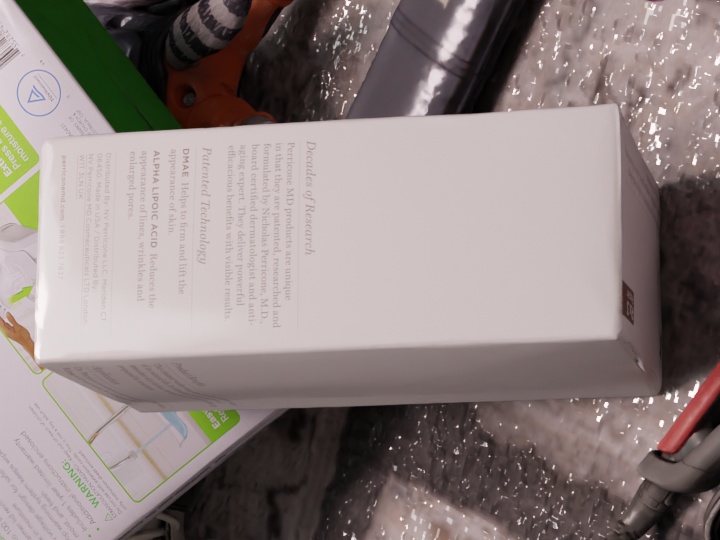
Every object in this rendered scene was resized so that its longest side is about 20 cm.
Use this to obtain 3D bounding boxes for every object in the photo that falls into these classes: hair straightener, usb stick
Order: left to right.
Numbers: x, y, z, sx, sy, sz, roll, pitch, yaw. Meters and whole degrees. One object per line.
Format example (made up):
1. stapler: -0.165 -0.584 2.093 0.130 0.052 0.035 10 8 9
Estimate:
1. usb stick: 0.049 -0.126 0.886 0.055 0.032 0.201 49 120 47
2. hair straightener: 0.135 0.047 0.728 0.200 0.041 0.077 -54 44 31

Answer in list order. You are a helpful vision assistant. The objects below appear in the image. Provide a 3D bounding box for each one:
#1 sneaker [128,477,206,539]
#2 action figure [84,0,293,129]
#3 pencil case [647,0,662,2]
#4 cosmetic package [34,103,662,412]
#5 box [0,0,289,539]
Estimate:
1. sneaker: -0.109 0.087 1.015 0.089 0.074 0.201 -46 49 40
2. action figure: -0.081 -0.117 1.002 0.192 0.104 0.202 -7 79 42
3. pencil case: 0.059 -0.175 0.746 0.087 0.200 0.088 -35 32 26
4. cosmetic package: 0.000 0.000 0.783 0.198 0.113 0.082 -4 77 12
5. box: -0.136 0.014 0.922 0.176 0.097 0.200 -39 89 13
